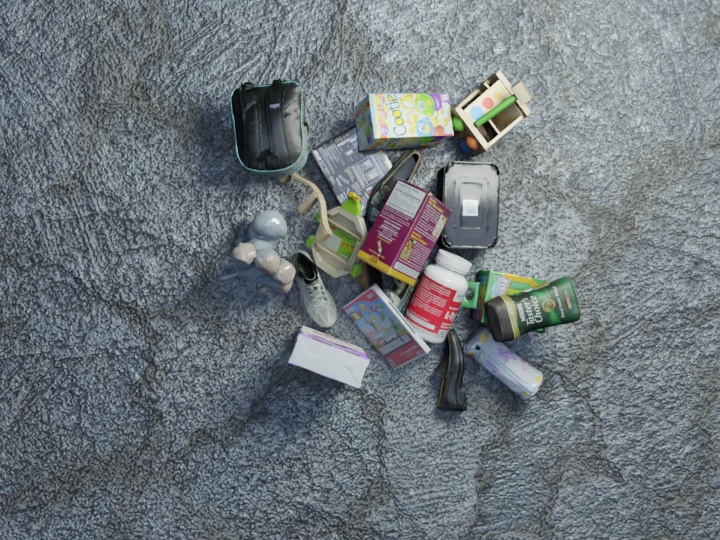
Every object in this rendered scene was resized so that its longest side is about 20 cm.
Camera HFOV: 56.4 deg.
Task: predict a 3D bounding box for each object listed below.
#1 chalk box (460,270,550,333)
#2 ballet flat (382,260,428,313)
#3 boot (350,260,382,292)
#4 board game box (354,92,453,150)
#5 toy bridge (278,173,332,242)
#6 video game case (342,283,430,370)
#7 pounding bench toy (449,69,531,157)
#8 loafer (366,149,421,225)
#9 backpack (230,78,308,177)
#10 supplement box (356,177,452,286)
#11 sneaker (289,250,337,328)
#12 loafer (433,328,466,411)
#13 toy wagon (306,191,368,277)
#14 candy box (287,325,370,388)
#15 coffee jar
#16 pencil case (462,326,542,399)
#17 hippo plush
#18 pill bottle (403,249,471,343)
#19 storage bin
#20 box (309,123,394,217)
[{"bbox_3d":[0.334,0.068,1.594,0.197,0.124,0.127,8,90,-4],"label":"chalk box"},{"bbox_3d":[0.089,0.042,1.602,0.074,0.074,0.202,29,82,-4],"label":"ballet flat"},{"bbox_3d":[0.000,0.000,1.611,0.075,0.074,0.202,-14,95,24],"label":"boot"},{"bbox_3d":[0.099,-0.343,1.552,0.198,0.105,0.104,-6,86,-20],"label":"board game box"},{"bbox_3d":[-0.118,-0.159,1.567,0.067,0.027,0.201,-41,73,27],"label":"toy bridge"},{"bbox_3d":[0.058,0.136,1.579,0.201,0.143,0.017,50,51,-3],"label":"video game case"},{"bbox_3d":[0.291,-0.358,1.544,0.156,0.200,0.125,-40,96,-3],"label":"pounding bench toy"},{"bbox_3d":[0.076,-0.194,1.554,0.071,0.063,0.201,31,89,-6],"label":"loafer"},{"bbox_3d":[-0.203,-0.313,1.537,0.173,0.153,0.203,-5,82,-1],"label":"backpack"},{"bbox_3d":[0.100,-0.084,1.514,0.103,0.131,0.202,30,93,34],"label":"supplement box"},{"bbox_3d":[-0.114,0.048,1.568,0.075,0.115,0.202,-26,93,-3],"label":"sneaker"},{"bbox_3d":[0.213,0.242,1.617,0.071,0.073,0.203,-4,90,1],"label":"loafer"},{"bbox_3d":[-0.040,-0.085,1.562,0.154,0.039,0.202,32,110,26],"label":"toy wagon"},{"bbox_3d":[-0.074,0.193,1.531,0.166,0.200,0.072,21,89,-4],"label":"candy box"},{"bbox_3d":[0.379,0.088,1.494,0.198,0.085,0.106,-17,90,-3],"label":"coffee jar"},{"bbox_3d":[0.343,0.222,1.615,0.199,0.091,0.083,38,88,-4],"label":"pencil case"},{"bbox_3d":[-0.210,-0.047,1.556,0.158,0.200,0.162,24,65,-10],"label":"hippo plush"},{"bbox_3d":[0.182,0.059,1.573,0.111,0.112,0.202,22,102,-4],"label":"pill bottle"},{"bbox_3d":[0.254,-0.152,1.601,0.133,0.094,0.203,2,90,-4],"label":"storage bin"},{"bbox_3d":[-0.006,-0.235,1.603,0.157,0.050,0.201,-31,93,-3],"label":"box"}]
